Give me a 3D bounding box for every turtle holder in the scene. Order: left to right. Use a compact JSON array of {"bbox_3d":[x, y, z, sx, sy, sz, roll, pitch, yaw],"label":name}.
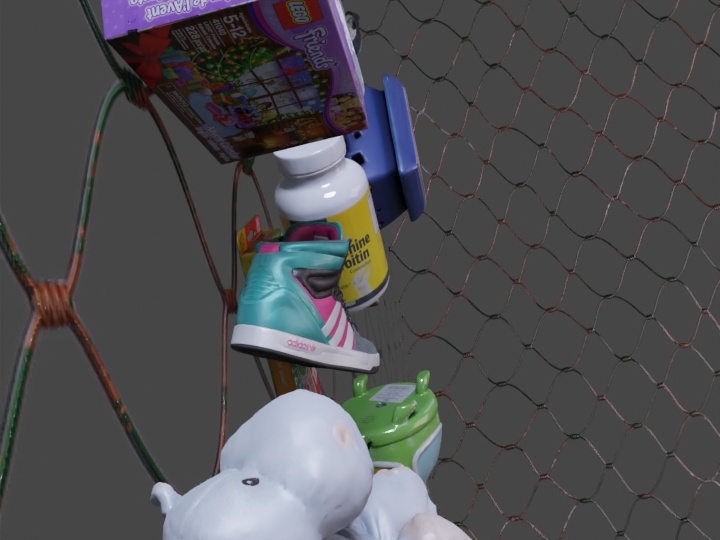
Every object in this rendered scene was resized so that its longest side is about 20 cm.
[{"bbox_3d":[0.034,0.214,0.824,0.186,0.137,0.136,-79,158,-77],"label":"turtle holder"}]

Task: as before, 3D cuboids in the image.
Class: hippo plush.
[{"bbox_3d":[-0.047,0.157,0.371,0.201,0.157,0.162,-49,120,-28],"label":"hippo plush"}]

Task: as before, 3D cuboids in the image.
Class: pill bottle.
[{"bbox_3d":[-0.036,-0.059,0.791,0.113,0.109,0.204,-92,169,-56],"label":"pill bottle"}]

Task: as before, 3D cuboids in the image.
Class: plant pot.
[{"bbox_3d":[0.005,-0.176,1.079,0.201,0.175,0.205,61,19,-67],"label":"plant pot"}]

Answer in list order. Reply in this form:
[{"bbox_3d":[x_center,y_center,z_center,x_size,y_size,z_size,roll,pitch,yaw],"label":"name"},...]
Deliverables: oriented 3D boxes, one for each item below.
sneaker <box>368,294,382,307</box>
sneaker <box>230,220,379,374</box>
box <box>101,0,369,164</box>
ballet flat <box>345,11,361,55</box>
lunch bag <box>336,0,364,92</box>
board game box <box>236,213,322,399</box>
[{"bbox_3d":[0.000,0.000,1.209,0.200,0.069,0.116,87,-3,-80],"label":"sneaker"},{"bbox_3d":[-0.035,0.021,0.592,0.199,0.082,0.124,28,68,-61],"label":"sneaker"},{"bbox_3d":[-0.073,-0.143,0.486,0.200,0.133,0.040,54,25,-75],"label":"box"},{"bbox_3d":[-0.037,-0.888,2.536,0.074,0.071,0.205,68,18,-58],"label":"ballet flat"},{"bbox_3d":[-0.068,-0.275,0.849,0.202,0.124,0.173,-82,159,-52],"label":"lunch bag"},{"bbox_3d":[-0.074,0.051,0.648,0.096,0.029,0.205,-78,154,-74],"label":"board game box"}]
